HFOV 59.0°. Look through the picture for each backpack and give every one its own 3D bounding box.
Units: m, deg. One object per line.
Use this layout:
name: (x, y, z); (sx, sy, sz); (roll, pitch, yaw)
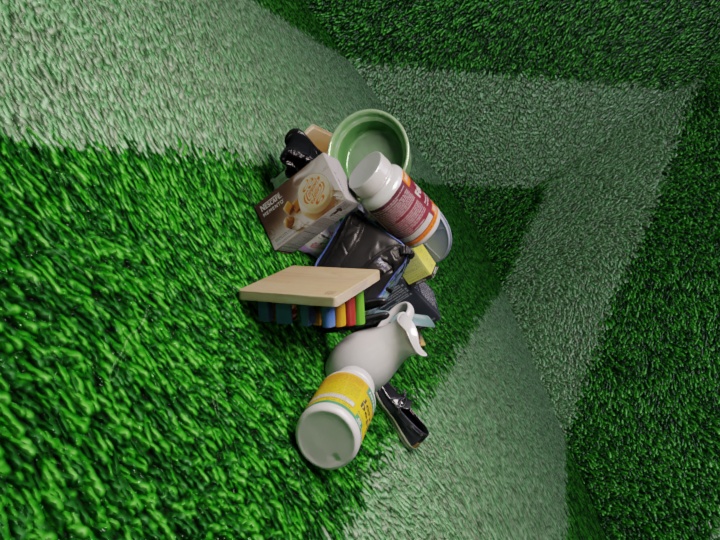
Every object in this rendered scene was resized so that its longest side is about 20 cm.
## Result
backpack: (0.000, 0.000, 1.427); (0.181, 0.202, 0.147); (35, -3, 12)

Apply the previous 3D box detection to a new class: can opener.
can opener: (-0.021, 0.093, 1.273); (0.078, 0.196, 0.065); (-11, 92, -53)

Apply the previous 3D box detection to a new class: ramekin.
ramekin: (0.027, -0.261, 1.483); (0.204, 0.197, 0.098); (61, 11, 12)

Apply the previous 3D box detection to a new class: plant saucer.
plant saucer: (0.081, 0.111, 1.507); (0.199, 0.195, 0.028); (13, 82, -64)

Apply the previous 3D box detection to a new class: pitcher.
pitcher: (0.030, 0.155, 1.276); (0.122, 0.198, 0.173); (49, 20, -20)

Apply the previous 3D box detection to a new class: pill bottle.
pill bottle: (0.072, -0.151, 1.361); (0.199, 0.113, 0.116); (41, 24, -30)
pill bottle: (-0.034, 0.245, 1.109); (0.114, 0.111, 0.200); (56, 18, -5)

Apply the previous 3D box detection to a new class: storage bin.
storage bin: (-0.075, -0.299, 1.826); (0.202, 0.093, 0.198); (53, 17, 13)

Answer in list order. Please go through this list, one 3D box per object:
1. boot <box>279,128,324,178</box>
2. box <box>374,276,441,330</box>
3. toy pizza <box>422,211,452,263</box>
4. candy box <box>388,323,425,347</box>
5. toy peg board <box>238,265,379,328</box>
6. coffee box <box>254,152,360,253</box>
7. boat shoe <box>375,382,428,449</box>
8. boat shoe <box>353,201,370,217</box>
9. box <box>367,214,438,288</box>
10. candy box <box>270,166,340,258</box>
boot: (-0.109, -0.230, 1.485); (0.200, 0.076, 0.170); (45, 20, -24)
box: (0.092, 0.073, 1.643); (0.200, 0.147, 0.109); (43, 23, -37)
toy pizza: (0.130, -0.101, 1.516); (0.202, 0.198, 0.032); (53, 49, -15)
candy box: (0.063, 0.172, 1.461); (0.199, 0.115, 0.058); (11, 53, -65)
toy peg board: (-0.086, 0.064, 1.171); (0.198, 0.195, 0.101); (-29, 119, -62)
coffee box: (-0.115, -0.140, 1.358); (0.116, 0.198, 0.079); (62, 20, 14)
boat shoe: (0.085, 0.299, 1.413); (0.203, 0.062, 0.074); (58, 20, 2)
boat shoe: (-0.005, -0.071, 1.596); (0.067, 0.073, 0.206); (-7, 101, -43)
box: (0.098, -0.060, 1.506); (0.201, 0.074, 0.050); (52, 38, -16)
candy box: (-0.118, -0.132, 1.539); (0.167, 0.071, 0.204); (26, 37, -59)
